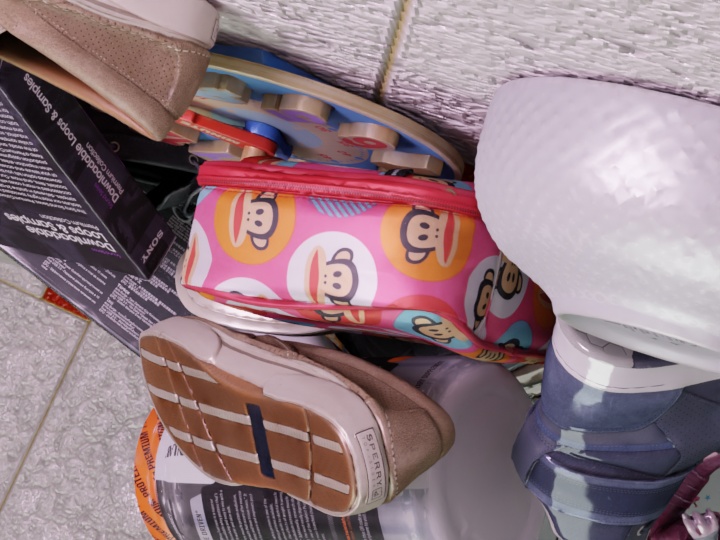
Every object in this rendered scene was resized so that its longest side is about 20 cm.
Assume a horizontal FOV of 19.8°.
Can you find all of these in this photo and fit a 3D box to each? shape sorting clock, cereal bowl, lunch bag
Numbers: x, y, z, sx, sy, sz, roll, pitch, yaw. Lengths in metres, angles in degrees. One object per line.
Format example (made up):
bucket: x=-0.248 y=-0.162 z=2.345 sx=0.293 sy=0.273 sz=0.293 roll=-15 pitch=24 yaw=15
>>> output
shape sorting clock: x=-0.047 y=-0.070 z=1.010 sx=0.200 sy=0.039 sz=0.200 roll=18 pitch=174 yaw=2
cereal bowl: x=0.137 y=-0.007 z=0.845 sx=0.200 sy=0.083 sz=0.200 roll=17 pitch=175 yaw=2
lunch bag: x=0.008 y=-0.002 z=0.992 sx=0.176 sy=0.082 sz=0.200 roll=5 pitch=175 yaw=27

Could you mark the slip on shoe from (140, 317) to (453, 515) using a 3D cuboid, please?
slip on shoe: x=-0.035 y=0.062 z=0.984 sx=0.061 sy=0.076 sz=0.200 roll=-21 pitch=-162 yaw=-31

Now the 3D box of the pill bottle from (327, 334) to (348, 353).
pill bottle: x=0.071 y=0.044 z=1.321 sx=0.200 sy=0.117 sz=0.116 roll=11 pitch=171 yaw=46

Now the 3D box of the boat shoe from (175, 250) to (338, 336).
boat shoe: x=0.000 y=0.000 z=1.137 sx=0.200 sy=0.072 sz=0.060 roll=-9 pitch=167 yaw=8

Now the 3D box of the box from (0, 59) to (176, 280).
box: x=-0.195 y=-0.078 z=1.045 sx=0.143 sy=0.036 sz=0.200 roll=13 pitch=147 yaw=37

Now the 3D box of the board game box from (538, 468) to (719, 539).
board game box: x=0.146 y=0.108 z=1.366 sx=0.147 sy=0.064 sz=0.200 roll=-14 pitch=-161 yaw=-5

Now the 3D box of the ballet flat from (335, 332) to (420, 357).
ballet flat: x=-0.007 y=0.005 z=1.243 sx=0.200 sy=0.066 sz=0.057 roll=46 pitch=170 yaw=-4

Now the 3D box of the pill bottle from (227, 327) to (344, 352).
pill bottle: x=-0.023 y=0.112 z=1.274 sx=0.112 sy=0.112 sz=0.200 roll=14 pitch=161 yaw=34

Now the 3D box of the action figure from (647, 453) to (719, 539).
action figure: x=0.180 y=0.107 z=1.233 sx=0.134 sy=0.200 sz=0.149 roll=40 pitch=-165 yaw=21

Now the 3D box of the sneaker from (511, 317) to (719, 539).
sneaker: x=0.169 y=0.069 z=0.991 sx=0.202 sy=0.146 sz=0.077 roll=-1 pitch=-138 yaw=-18

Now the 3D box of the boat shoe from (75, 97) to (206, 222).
boat shoe: x=-0.096 y=-0.057 z=1.138 sx=0.200 sy=0.062 sz=0.075 roll=20 pitch=164 yaw=-21

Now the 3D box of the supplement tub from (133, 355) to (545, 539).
supplement tub: x=-0.013 y=0.106 z=1.074 sx=0.200 sy=0.123 sz=0.122 roll=-3 pitch=162 yaw=36

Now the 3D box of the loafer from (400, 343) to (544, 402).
loafer: x=0.103 y=0.053 z=1.160 sx=0.200 sy=0.072 sz=0.063 roll=-22 pitch=114 yaw=35

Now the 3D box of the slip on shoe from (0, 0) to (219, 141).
slip on shoe: x=-0.158 y=-0.112 z=0.846 sx=0.200 sy=0.061 sz=0.076 roll=20 pitch=174 yaw=-21

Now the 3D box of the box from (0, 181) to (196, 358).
box: x=-0.169 y=-0.028 z=1.249 sx=0.200 sy=0.086 sz=0.164 roll=37 pitch=175 yaw=3
